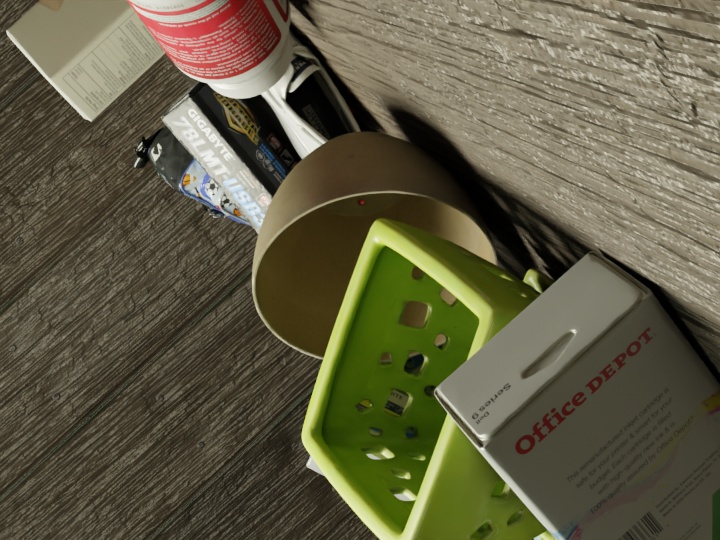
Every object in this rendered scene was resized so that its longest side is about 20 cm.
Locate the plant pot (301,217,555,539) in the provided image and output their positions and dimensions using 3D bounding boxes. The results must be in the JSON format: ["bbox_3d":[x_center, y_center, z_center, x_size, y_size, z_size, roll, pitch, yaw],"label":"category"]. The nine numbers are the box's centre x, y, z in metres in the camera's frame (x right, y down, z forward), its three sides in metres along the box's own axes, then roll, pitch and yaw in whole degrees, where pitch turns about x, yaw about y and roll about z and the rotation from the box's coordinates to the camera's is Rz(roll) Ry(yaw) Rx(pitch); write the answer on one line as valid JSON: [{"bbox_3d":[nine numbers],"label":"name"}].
[{"bbox_3d":[0.094,0.094,1.110,0.181,0.201,0.199,11,-164,-29],"label":"plant pot"}]

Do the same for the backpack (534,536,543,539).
[{"bbox_3d":[0.234,0.224,1.545,0.200,0.167,0.126,52,157,-8],"label":"backpack"}]

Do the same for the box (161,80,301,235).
[{"bbox_3d":[-0.082,-0.126,1.452,0.200,0.050,0.199,50,-146,-12],"label":"box"}]

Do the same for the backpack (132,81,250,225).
[{"bbox_3d":[-0.122,-0.140,1.662,0.154,0.200,0.190,48,-170,24],"label":"backpack"}]

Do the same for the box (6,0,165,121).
[{"bbox_3d":[-0.213,-0.243,1.343,0.078,0.200,0.095,46,177,23],"label":"box"}]

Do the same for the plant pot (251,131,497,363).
[{"bbox_3d":[0.005,-0.037,1.229,0.200,0.199,0.135,51,-159,-42],"label":"plant pot"}]

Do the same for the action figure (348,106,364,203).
[{"bbox_3d":[-0.034,-0.149,1.435,0.200,0.052,0.065,52,171,-9],"label":"action figure"}]

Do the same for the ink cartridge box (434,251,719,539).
[{"bbox_3d":[0.167,0.111,0.968,0.200,0.145,0.088,49,178,-30],"label":"ink cartridge box"}]

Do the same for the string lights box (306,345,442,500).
[{"bbox_3d":[0.035,0.107,1.291,0.102,0.201,0.059,27,135,-5],"label":"string lights box"}]

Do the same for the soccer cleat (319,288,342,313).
[{"bbox_3d":[0.000,0.000,1.375,0.068,0.081,0.200,44,-140,-5],"label":"soccer cleat"}]

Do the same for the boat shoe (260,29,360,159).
[{"bbox_3d":[-0.062,-0.182,1.353,0.200,0.074,0.065,50,156,-14],"label":"boat shoe"}]

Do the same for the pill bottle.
[{"bbox_3d":[-0.120,-0.220,1.172,0.112,0.112,0.200,46,176,24],"label":"pill bottle"}]
